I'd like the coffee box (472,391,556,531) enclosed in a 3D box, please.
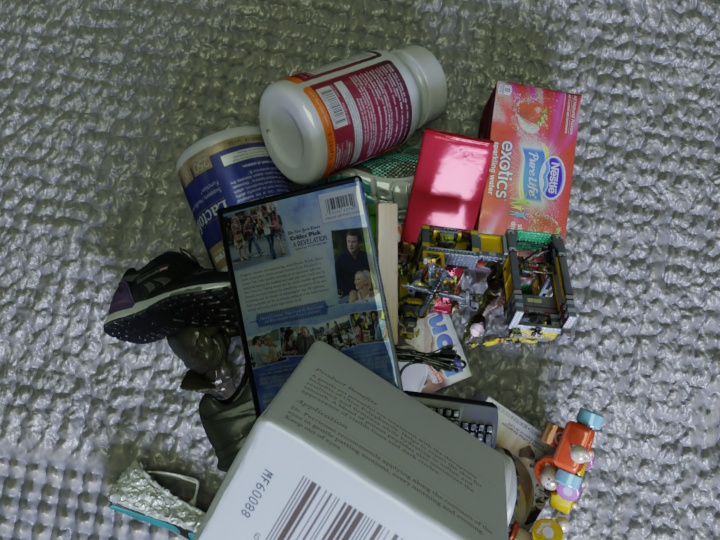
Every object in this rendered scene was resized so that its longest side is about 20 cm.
[{"bbox_3d":[0.126,0.249,0.751,0.112,0.080,0.201,33,85,4],"label":"coffee box"}]

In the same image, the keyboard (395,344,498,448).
[{"bbox_3d":[0.035,0.128,0.663,0.197,0.021,0.129,8,77,-4],"label":"keyboard"}]

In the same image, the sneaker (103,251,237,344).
[{"bbox_3d":[-0.188,0.012,0.724,0.198,0.076,0.089,-13,58,26],"label":"sneaker"}]

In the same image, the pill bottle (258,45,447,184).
[{"bbox_3d":[-0.003,-0.177,0.760,0.199,0.110,0.110,-28,82,-31],"label":"pill bottle"}]

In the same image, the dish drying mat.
[{"bbox_3d":[0.084,-0.048,0.746,0.076,0.018,0.202,8,115,-5],"label":"dish drying mat"}]

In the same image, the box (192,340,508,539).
[{"bbox_3d":[-0.014,0.207,0.552,0.198,0.171,0.201,31,107,2],"label":"box"}]

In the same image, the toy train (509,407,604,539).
[{"bbox_3d":[0.172,0.220,0.652,0.055,0.150,0.202,20,90,25],"label":"toy train"}]

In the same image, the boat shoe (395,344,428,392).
[{"bbox_3d":[0.013,0.160,0.723,0.071,0.069,0.200,46,68,-10],"label":"boat shoe"}]

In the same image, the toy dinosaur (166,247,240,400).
[{"bbox_3d":[-0.187,0.063,0.779,0.102,0.077,0.201,-35,76,13],"label":"toy dinosaur"}]

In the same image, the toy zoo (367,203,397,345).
[{"bbox_3d":[0.000,0.000,0.728,0.020,0.200,0.133,0,92,-15],"label":"toy zoo"}]

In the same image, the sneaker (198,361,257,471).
[{"bbox_3d":[-0.070,0.116,0.695,0.199,0.076,0.091,-29,89,-20],"label":"sneaker"}]

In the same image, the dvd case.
[{"bbox_3d":[-0.048,0.027,0.634,0.141,0.018,0.203,-12,89,12],"label":"dvd case"}]

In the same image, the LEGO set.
[{"bbox_3d":[0.121,0.040,0.690,0.197,0.154,0.117,11,52,-10],"label":"LEGO set"}]

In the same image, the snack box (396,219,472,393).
[{"bbox_3d":[0.060,0.040,0.806,0.071,0.024,0.202,-20,83,-3],"label":"snack box"}]

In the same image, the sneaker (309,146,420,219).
[{"bbox_3d":[0.039,-0.104,0.807,0.197,0.078,0.092,7,44,13],"label":"sneaker"}]

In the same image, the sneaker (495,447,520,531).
[{"bbox_3d":[0.081,0.257,0.674,0.093,0.070,0.202,26,87,-1],"label":"sneaker"}]

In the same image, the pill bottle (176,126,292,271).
[{"bbox_3d":[-0.121,-0.047,0.775,0.115,0.116,0.202,-23,83,-2],"label":"pill bottle"}]

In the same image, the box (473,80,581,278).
[{"bbox_3d":[0.180,-0.098,0.785,0.098,0.095,0.203,9,83,0],"label":"box"}]

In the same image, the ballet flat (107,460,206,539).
[{"bbox_3d":[-0.183,0.268,0.765,0.198,0.072,0.072,24,84,4],"label":"ballet flat"}]
